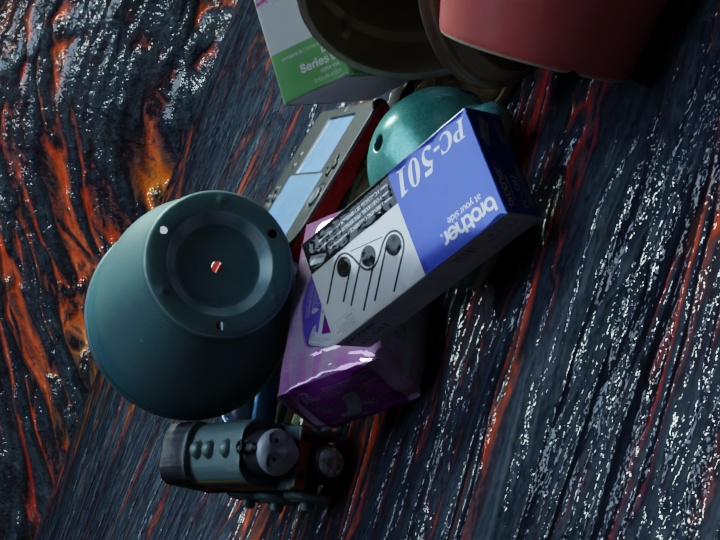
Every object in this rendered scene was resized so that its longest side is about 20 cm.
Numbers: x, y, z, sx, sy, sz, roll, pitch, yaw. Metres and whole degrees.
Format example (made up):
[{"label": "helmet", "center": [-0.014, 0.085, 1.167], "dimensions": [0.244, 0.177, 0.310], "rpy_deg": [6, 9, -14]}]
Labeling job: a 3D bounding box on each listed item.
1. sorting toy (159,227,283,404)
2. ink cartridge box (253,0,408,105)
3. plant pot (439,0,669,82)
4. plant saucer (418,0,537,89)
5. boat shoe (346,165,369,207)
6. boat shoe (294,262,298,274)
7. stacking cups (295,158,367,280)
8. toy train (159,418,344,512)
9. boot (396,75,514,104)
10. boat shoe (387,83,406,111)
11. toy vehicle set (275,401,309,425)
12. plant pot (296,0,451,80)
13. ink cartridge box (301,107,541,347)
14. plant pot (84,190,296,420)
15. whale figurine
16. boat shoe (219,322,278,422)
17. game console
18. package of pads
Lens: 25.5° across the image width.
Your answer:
[{"label": "sorting toy", "center": [-0.136, 0.052, 1.721], "dimensions": [0.069, 0.199, 0.201], "rpy_deg": [-3, 75, 35]}, {"label": "ink cartridge box", "center": [-0.027, -0.261, 1.452], "dimensions": [0.087, 0.145, 0.202], "rpy_deg": [-21, 85, 35]}, {"label": "plant pot", "center": [0.143, -0.235, 1.104], "dimensions": [0.201, 0.198, 0.179], "rpy_deg": [-119, 41, -71]}, {"label": "plant saucer", "center": [0.117, -0.239, 1.227], "dimensions": [0.029, 0.199, 0.202], "rpy_deg": [15, 83, 42]}, {"label": "boat shoe", "center": [0.000, 0.000, 1.513], "dimensions": [0.201, 0.074, 0.068], "rpy_deg": [-65, -19, -17]}, {"label": "boat shoe", "center": [-0.070, -0.022, 1.709], "dimensions": [0.200, 0.070, 0.073], "rpy_deg": [-66, -6, -69]}, {"label": "stacking cups", "center": [-0.021, -0.050, 1.614], "dimensions": [0.061, 0.060, 0.201], "rpy_deg": [-51, 15, 51]}, {"label": "toy train", "center": [-0.101, 0.176, 1.474], "dimensions": [0.199, 0.113, 0.086], "rpy_deg": [-10, 69, 55]}, {"label": "boot", "center": [0.089, -0.169, 1.406], "dimensions": [0.201, 0.075, 0.074], "rpy_deg": [-60, 15, 28]}, {"label": "boat shoe", "center": [0.070, -0.204, 1.544], "dimensions": [0.063, 0.071, 0.202], "rpy_deg": [176, 110, -77]}, {"label": "toy vehicle set", "center": [-0.040, 0.087, 1.616], "dimensions": [0.124, 0.026, 0.202], "rpy_deg": [161, 129, -72]}, {"label": "plant pot", "center": [0.044, -0.299, 1.351], "dimensions": [0.201, 0.199, 0.185], "rpy_deg": [126, 152, -44]}, {"label": "ink cartridge box", "center": [0.042, -0.030, 1.228], "dimensions": [0.200, 0.044, 0.095], "rpy_deg": [-39, 60, 35]}, {"label": "plant pot", "center": [-0.143, 0.018, 1.451], "dimensions": [0.188, 0.198, 0.202], "rpy_deg": [132, 156, -67]}, {"label": "whale figurine", "center": [0.065, -0.071, 1.294], "dimensions": [0.160, 0.103, 0.201], "rpy_deg": [-61, 24, 26]}, {"label": "boat shoe", "center": [-0.122, 0.107, 1.622], "dimensions": [0.084, 0.068, 0.202], "rpy_deg": [52, -139, -70]}, {"label": "game console", "center": [-0.049, -0.090, 1.592], "dimensions": [0.178, 0.031, 0.200], "rpy_deg": [-63, 17, -7]}, {"label": "package of pads", "center": [0.002, 0.030, 1.380], "dimensions": [0.120, 0.076, 0.201], "rpy_deg": [-22, 43, 33]}]
